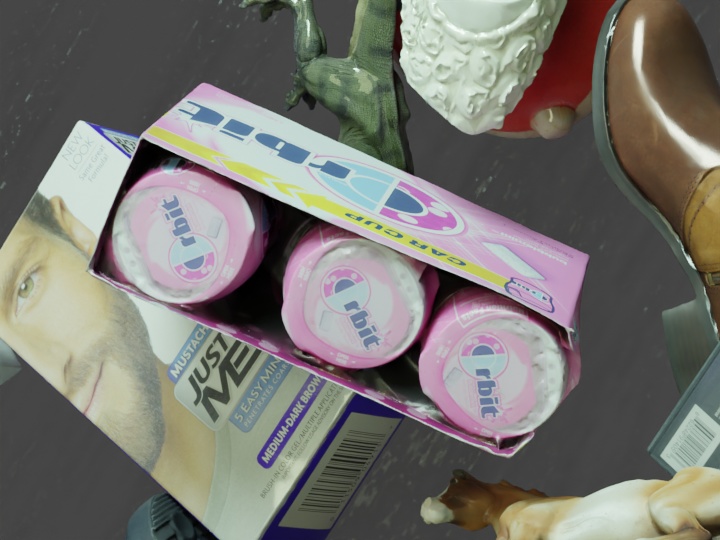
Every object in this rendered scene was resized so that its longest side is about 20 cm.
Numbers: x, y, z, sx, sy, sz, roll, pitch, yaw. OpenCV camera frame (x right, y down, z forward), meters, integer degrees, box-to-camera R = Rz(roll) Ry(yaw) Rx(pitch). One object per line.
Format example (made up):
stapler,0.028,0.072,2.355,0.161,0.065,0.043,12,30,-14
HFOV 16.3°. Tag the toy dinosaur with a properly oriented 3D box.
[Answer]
toy dinosaur,-0.008,-0.085,1.117,0.088,0.047,0.201,35,140,41

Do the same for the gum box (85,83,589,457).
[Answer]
gum box,0.000,0.000,1.049,0.199,0.114,0.066,24,107,2

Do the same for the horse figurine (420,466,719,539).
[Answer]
horse figurine,0.100,0.107,0.989,0.199,0.132,0.050,-11,96,28

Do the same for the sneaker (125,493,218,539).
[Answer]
sneaker,-0.072,0.202,1.113,0.082,0.070,0.201,-28,78,25

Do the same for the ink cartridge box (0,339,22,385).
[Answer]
ink cartridge box,-0.275,0.030,1.225,0.200,0.128,0.126,-36,67,18

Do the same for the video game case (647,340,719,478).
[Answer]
video game case,0.215,0.090,0.962,0.200,0.019,0.143,42,133,16

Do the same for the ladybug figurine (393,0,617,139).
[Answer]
ladybug figurine,0.051,-0.151,1.109,0.135,0.072,0.201,-30,70,21

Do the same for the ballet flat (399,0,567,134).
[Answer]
ballet flat,0.061,-0.158,1.031,0.071,0.072,0.201,16,85,29

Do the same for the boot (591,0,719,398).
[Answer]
boot,0.189,-0.046,0.984,0.200,0.068,0.189,-23,72,47

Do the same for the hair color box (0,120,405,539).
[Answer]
hair color box,-0.077,0.032,1.157,0.200,0.065,0.110,39,102,29
